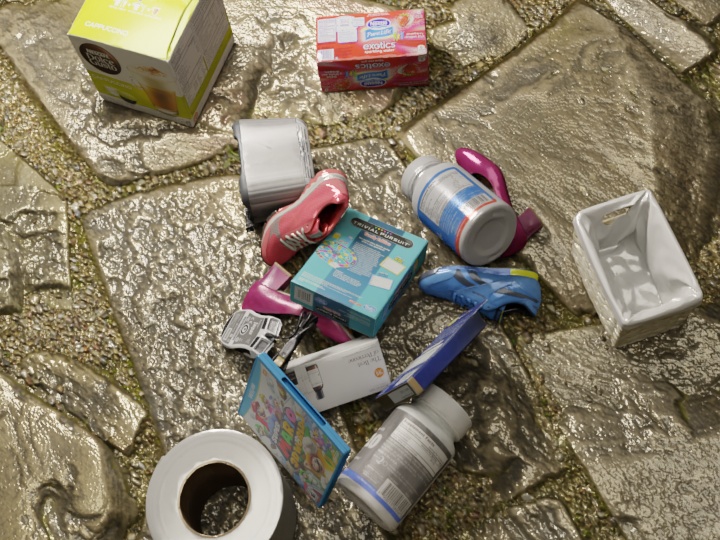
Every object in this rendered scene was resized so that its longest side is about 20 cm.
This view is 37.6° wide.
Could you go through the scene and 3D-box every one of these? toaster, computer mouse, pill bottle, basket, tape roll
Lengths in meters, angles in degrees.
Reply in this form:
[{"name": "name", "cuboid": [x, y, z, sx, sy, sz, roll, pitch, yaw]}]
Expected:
[{"name": "toaster", "cuboid": [-0.142, -0.166, 1.778, 0.127, 0.114, 0.203, -9, 63, -1]}, {"name": "computer mouse", "cuboid": [-0.148, 0.105, 1.655, 0.199, 0.044, 0.111, 9, 66, 52]}, {"name": "pill bottle", "cuboid": [0.068, 0.271, 1.557, 0.113, 0.114, 0.200, 37, 73, 19]}, {"name": "basket", "cuboid": [0.421, 0.002, 1.641, 0.134, 0.124, 0.202, -18, 66, -3]}, {"name": "pill bottle", "cuboid": [0.152, -0.104, 1.703, 0.112, 0.113, 0.200, -34, 45, -10]}, {"name": "tape roll", "cuboid": [-0.199, 0.348, 1.534, 0.199, 0.140, 0.206, -2, 66, 4]}]

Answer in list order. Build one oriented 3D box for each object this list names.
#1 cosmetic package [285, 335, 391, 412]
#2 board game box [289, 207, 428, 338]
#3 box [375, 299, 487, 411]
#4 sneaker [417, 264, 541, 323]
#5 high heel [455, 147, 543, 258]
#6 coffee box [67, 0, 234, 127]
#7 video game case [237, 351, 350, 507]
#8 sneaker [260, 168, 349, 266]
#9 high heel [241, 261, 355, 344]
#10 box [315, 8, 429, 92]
[{"name": "cosmetic package", "cuboid": [-0.057, 0.170, 1.631, 0.197, 0.051, 0.084, -19, 103, -3]}, {"name": "board game box", "cuboid": [0.000, 0.000, 1.687, 0.149, 0.047, 0.201, 23, 47, 15]}, {"name": "box", "cuboid": [0.117, 0.128, 1.598, 0.032, 0.121, 0.200, 47, 61, -1]}, {"name": "sneaker", "cuboid": [0.188, 0.039, 1.679, 0.197, 0.066, 0.080, 3, 69, 7]}, {"name": "high heel", "cuboid": [0.205, -0.115, 1.743, 0.096, 0.068, 0.200, -36, 70, -22]}, {"name": "coffee box", "cuboid": [-0.362, -0.412, 1.864, 0.197, 0.198, 0.202, 17, 68, 13]}, {"name": "video game case", "cuboid": [-0.101, 0.235, 1.556, 0.018, 0.144, 0.200, -26, 61, -38]}, {"name": "sneaker", "cuboid": [-0.092, -0.073, 1.707, 0.200, 0.073, 0.087, -47, 37, 19]}, {"name": "high heel", "cuboid": [-0.099, 0.081, 1.694, 0.199, 0.067, 0.096, 40, 91, 13]}, {"name": "box", "cuboid": [0.022, -0.389, 1.873, 0.197, 0.096, 0.101, -4, 65, 3]}]
